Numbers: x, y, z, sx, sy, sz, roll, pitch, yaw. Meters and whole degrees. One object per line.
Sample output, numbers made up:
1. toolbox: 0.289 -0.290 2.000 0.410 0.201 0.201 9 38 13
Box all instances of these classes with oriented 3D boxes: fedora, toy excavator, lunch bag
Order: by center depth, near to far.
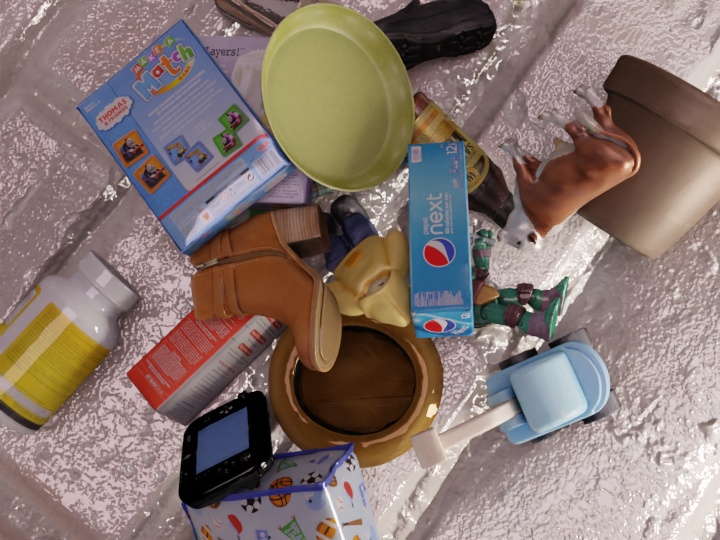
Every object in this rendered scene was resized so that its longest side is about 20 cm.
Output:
1. lunch bag: -0.084 0.288 1.100 0.198 0.124 0.172 -14 98 22
2. toy excavator: 0.165 0.144 1.101 0.193 0.199 0.101 -26 80 22
3. fedora: -0.002 0.126 1.162 0.198 0.082 0.204 -2 80 10

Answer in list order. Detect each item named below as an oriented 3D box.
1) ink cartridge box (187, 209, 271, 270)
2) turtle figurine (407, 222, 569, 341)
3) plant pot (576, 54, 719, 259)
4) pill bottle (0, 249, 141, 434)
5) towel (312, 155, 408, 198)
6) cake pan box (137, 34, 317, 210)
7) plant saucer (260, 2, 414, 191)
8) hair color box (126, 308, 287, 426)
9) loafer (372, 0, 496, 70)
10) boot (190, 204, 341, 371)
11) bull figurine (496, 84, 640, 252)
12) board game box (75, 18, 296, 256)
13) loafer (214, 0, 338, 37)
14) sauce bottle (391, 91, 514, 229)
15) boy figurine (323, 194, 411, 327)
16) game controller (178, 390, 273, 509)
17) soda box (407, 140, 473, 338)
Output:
1. ink cartridge box: -0.168 -0.118 1.206 0.145 0.083 0.202 -26 82 -3
2. turtle figurine: 0.130 0.022 1.168 0.197 0.102 0.150 13 46 15
3. plant pot: 0.330 -0.113 1.150 0.199 0.200 0.176 32 101 7
4. pill bottle: -0.345 0.078 1.167 0.112 0.112 0.200 42 85 8
5. towel: -0.020 -0.174 1.201 0.198 0.022 0.148 -23 80 -27
6. cake pan box: -0.145 -0.164 1.137 0.197 0.052 0.187 5 83 8
7. plant saucer: -0.027 -0.181 1.097 0.198 0.031 0.203 6 79 -35
8. hair color box: -0.158 0.078 1.163 0.200 0.102 0.061 -43 70 -6
9. loafer: 0.064 -0.284 1.225 0.198 0.068 0.071 -15 60 -15
10. boot: -0.103 0.031 1.073 0.153 0.074 0.202 -15 53 11
11. bull figurine: 0.210 -0.104 1.115 0.122 0.199 0.065 55 42 0
12. board game box: -0.186 -0.142 1.096 0.151 0.037 0.201 -38 82 2
13. loafer: -0.088 -0.311 1.244 0.198 0.063 0.073 20 83 5
14. sauce bottle: 0.120 -0.118 1.191 0.200 0.066 0.066 41 84 -7
15. boy figurine: 0.000 0.000 1.123 0.124 0.201 0.065 -35 125 5
16. game controller: -0.145 0.188 1.107 0.103 0.200 0.043 -18 106 -3
17. soda box: 0.084 -0.034 1.090 0.063 0.068 0.202 -3 63 7
